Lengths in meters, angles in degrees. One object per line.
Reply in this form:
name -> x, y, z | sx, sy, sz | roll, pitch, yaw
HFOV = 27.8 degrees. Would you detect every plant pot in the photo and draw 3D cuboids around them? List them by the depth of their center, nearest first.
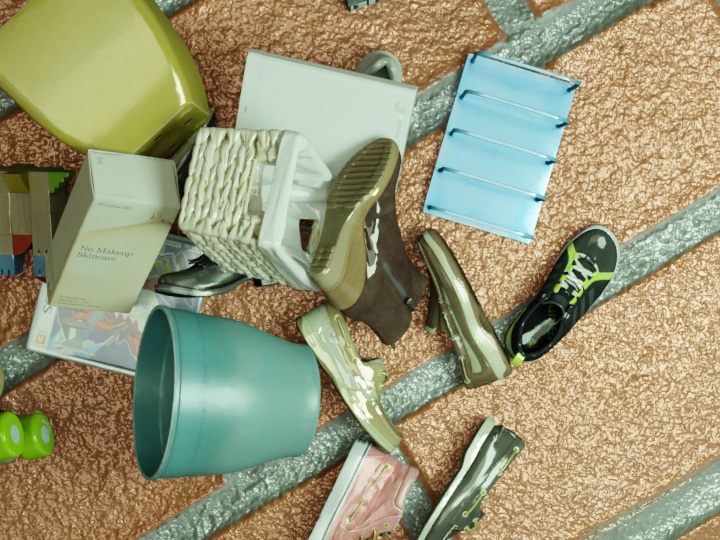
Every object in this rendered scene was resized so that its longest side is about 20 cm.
plant pot -> -0.285, -0.219, 1.674 | 0.194, 0.195, 0.200 | -41, 83, 2
plant pot -> -0.153, 0.147, 1.701 | 0.187, 0.200, 0.202 | 5, 93, -21

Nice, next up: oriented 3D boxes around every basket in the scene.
basket -> -0.111, -0.068, 1.621 | 0.122, 0.200, 0.137 | 8, 77, 14

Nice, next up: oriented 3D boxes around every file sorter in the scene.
file sorter -> 0.168, -0.146, 1.721 | 0.138, 0.123, 0.201 | 16, 92, 0

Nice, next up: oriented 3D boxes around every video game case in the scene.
video game case -> -0.293, 0.032, 1.784 | 0.198, 0.023, 0.184 | 14, 93, 0

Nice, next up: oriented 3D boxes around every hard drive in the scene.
hard drive -> -0.044, -0.171, 1.695 | 0.198, 0.026, 0.133 | 13, 112, 3

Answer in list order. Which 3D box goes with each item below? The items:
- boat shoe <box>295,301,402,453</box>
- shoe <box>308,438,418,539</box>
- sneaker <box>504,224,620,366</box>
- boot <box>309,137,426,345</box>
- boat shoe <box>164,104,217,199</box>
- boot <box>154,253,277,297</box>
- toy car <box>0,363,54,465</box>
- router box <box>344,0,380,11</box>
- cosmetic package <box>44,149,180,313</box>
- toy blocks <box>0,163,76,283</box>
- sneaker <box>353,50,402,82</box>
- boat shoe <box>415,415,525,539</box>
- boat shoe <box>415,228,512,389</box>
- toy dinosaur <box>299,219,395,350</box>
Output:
boat shoe -> -0.001, 0.127, 1.758 | 0.066, 0.074, 0.201 | -34, 96, -1
shoe -> -0.005, 0.312, 1.766 | 0.091, 0.071, 0.201 | 25, 88, 5
sneaker -> 0.248, 0.036, 1.746 | 0.072, 0.083, 0.201 | 35, 92, -1
boot -> 0.025, -0.033, 1.685 | 0.072, 0.166, 0.201 | 11, 69, 42
boat shoe -> -0.233, -0.110, 1.759 | 0.066, 0.072, 0.202 | 43, 75, -38
boot -> -0.165, -0.061, 1.747 | 0.199, 0.069, 0.176 | -11, 92, -24
toy car -> -0.478, 0.139, 1.738 | 0.163, 0.158, 0.202 | -13, 81, 12
router box -> 0.027, -0.432, 1.745 | 0.156, 0.052, 0.201 | -18, 92, 1
cosmetic package -> -0.283, -0.041, 1.649 | 0.103, 0.200, 0.073 | 5, 52, -24
toy blocks -> -0.433, -0.055, 1.755 | 0.198, 0.100, 0.138 | 2, 101, 11
sneaker -> -0.008, -0.170, 1.740 | 0.074, 0.087, 0.201 | 19, 94, -2
boat shoe -> 0.127, 0.278, 1.763 | 0.060, 0.072, 0.202 | 30, 90, 4
boat shoe -> 0.107, 0.052, 1.755 | 0.074, 0.075, 0.203 | -28, 92, 7
toy dinosaur -> 0.000, 0.000, 1.764 | 0.102, 0.077, 0.201 | -16, 101, 16
